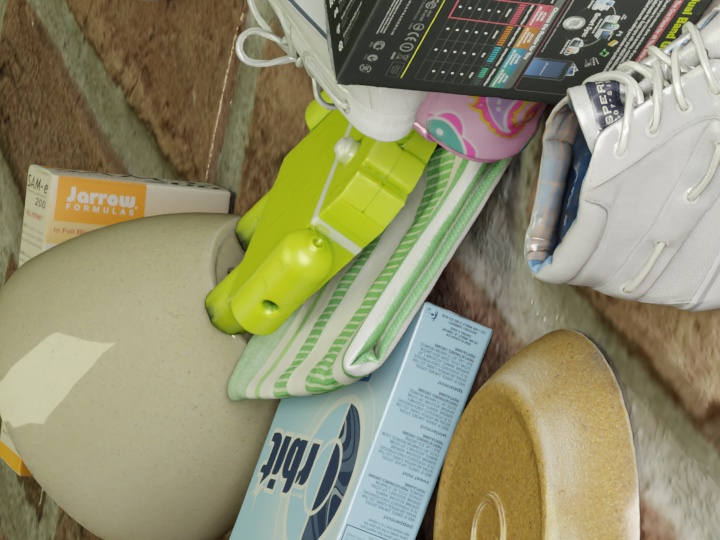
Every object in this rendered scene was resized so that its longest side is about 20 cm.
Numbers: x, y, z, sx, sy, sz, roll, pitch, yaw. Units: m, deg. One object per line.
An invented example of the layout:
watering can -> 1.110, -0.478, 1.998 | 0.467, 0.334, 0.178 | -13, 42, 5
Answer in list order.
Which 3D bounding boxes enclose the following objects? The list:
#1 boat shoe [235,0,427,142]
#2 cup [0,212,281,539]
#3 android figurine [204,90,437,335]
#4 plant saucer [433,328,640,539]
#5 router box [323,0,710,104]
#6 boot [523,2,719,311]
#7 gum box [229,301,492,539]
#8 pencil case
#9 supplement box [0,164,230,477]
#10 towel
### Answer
boat shoe -> -0.017, -0.120, 1.447 | 0.202, 0.074, 0.087 | 51, 138, 50
cup -> -0.094, 0.046, 1.725 | 0.143, 0.200, 0.201 | -33, 51, 38
android figurine -> -0.014, -0.047, 1.596 | 0.200, 0.041, 0.183 | -43, 19, 45
plant saucer -> 0.075, 0.127, 1.406 | 0.200, 0.035, 0.202 | -175, 90, -71
router box -> 0.084, -0.153, 1.275 | 0.200, 0.149, 0.062 | 121, 148, -51
boot -> 0.131, -0.066, 1.199 | 0.074, 0.095, 0.201 | -109, 31, -50
gum box -> -0.012, 0.113, 1.568 | 0.201, 0.044, 0.170 | -69, 18, -6
pencil case -> 0.072, -0.151, 1.408 | 0.088, 0.087, 0.201 | -107, 28, -47
supplement box -> -0.164, 0.036, 1.980 | 0.073, 0.125, 0.202 | -158, 73, -71
towel -> 0.000, 0.000, 1.564 | 0.153, 0.023, 0.200 | -59, 16, -14
